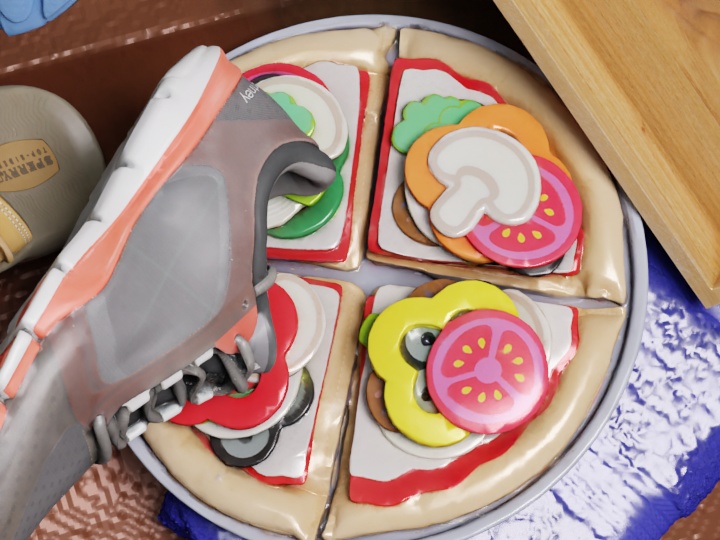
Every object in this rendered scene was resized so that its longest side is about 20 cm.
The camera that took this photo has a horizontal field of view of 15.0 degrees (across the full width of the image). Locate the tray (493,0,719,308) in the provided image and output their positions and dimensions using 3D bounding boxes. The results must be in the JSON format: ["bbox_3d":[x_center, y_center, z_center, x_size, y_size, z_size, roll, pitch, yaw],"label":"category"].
[{"bbox_3d":[0.108,-0.088,0.912,0.200,0.098,0.037,54,35,-19],"label":"tray"}]

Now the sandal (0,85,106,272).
[{"bbox_3d":[-0.131,-0.024,0.881,0.054,0.200,0.081,-26,94,29],"label":"sandal"}]

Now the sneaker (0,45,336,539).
[{"bbox_3d":[-0.068,0.022,0.884,0.082,0.077,0.201,32,70,-7],"label":"sneaker"}]

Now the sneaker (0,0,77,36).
[{"bbox_3d":[-0.094,-0.171,0.849,0.070,0.083,0.201,7,91,-2],"label":"sneaker"}]

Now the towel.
[{"bbox_3d":[0.043,0.061,0.977,0.148,0.050,0.200,42,79,2],"label":"towel"}]

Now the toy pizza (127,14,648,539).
[{"bbox_3d":[0.000,0.000,0.944,0.199,0.032,0.202,-2,71,5],"label":"toy pizza"}]
